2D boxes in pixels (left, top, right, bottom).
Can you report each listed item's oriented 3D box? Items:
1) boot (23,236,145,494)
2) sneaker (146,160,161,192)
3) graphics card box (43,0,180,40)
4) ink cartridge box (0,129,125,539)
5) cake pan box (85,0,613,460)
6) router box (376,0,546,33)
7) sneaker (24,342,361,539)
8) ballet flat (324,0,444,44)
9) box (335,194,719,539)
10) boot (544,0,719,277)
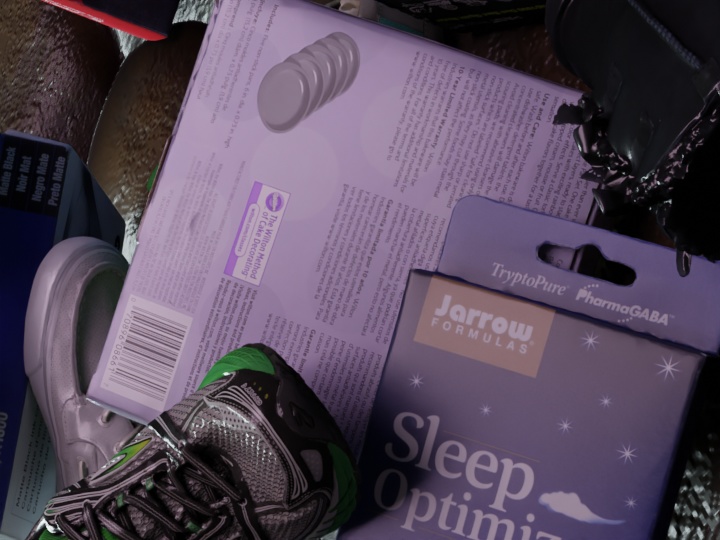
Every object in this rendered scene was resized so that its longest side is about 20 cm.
[{"bbox_3d":[-0.103,0.085,0.930,0.095,0.073,0.201,8,109,44],"label":"boot"},{"bbox_3d":[-0.066,-0.039,0.911,0.084,0.074,0.200,49,133,26],"label":"sneaker"},{"bbox_3d":[-0.138,-0.244,1.086,0.051,0.125,0.201,22,93,61],"label":"graphics card box"},{"bbox_3d":[-0.171,0.039,0.983,0.040,0.200,0.200,6,78,8],"label":"ink cartridge box"},{"bbox_3d":[0.000,0.000,0.794,0.184,0.052,0.201,19,92,19],"label":"cake pan box"},{"bbox_3d":[0.089,-0.209,0.830,0.150,0.062,0.201,1,77,52],"label":"router box"},{"bbox_3d":[-0.071,0.097,0.739,0.078,0.085,0.200,53,138,5],"label":"sneaker"},{"bbox_3d":[-0.041,-0.101,0.953,0.200,0.064,0.068,-12,67,50],"label":"ballet flat"},{"bbox_3d":[0.058,0.079,0.727,0.121,0.032,0.201,16,91,22],"label":"box"},{"bbox_3d":[0.138,-0.109,0.660,0.199,0.073,0.163,-57,23,22],"label":"boot"}]
